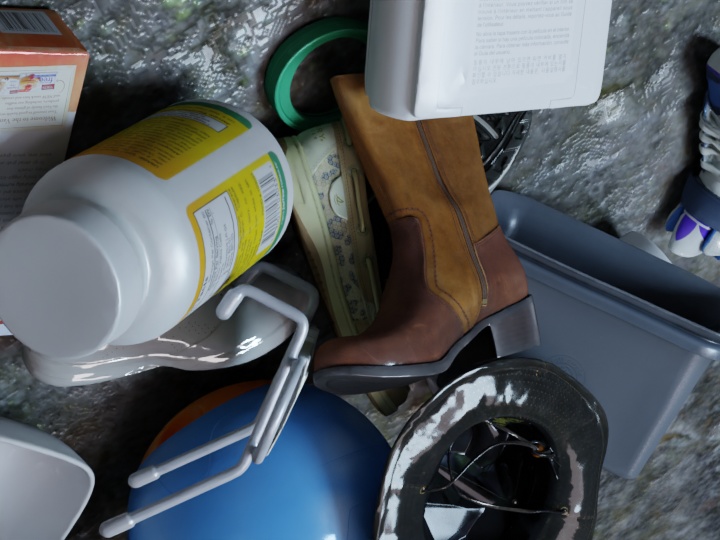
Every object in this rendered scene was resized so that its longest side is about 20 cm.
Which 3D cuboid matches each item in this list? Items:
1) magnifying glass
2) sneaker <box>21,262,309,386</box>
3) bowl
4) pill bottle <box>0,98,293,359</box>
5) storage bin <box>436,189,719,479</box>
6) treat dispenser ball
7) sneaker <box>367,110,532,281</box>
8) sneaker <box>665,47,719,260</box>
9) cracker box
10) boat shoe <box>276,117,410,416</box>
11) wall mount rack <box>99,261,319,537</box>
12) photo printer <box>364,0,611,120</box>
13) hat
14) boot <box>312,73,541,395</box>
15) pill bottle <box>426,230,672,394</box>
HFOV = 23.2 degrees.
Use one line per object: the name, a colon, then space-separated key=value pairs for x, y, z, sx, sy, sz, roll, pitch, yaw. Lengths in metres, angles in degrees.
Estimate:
magnifying glass: x=0.028 y=-0.136 z=1.169 sx=0.200 sy=0.022 sz=0.080 roll=-10 pitch=131 yaw=-28
sneaker: x=-0.122 y=0.016 z=1.149 sx=0.200 sy=0.075 sz=0.089 roll=-13 pitch=130 yaw=-25
bowl: x=-0.300 y=0.162 z=1.143 sx=0.200 sy=0.075 sz=0.200 roll=21 pitch=111 yaw=-46
pill bottle: x=-0.127 y=-0.023 z=1.015 sx=0.200 sy=0.113 sz=0.113 roll=-43 pitch=158 yaw=-60
storage bin: x=0.154 y=0.047 z=1.255 sx=0.134 sy=0.200 sz=0.146 roll=-65 pitch=176 yaw=18
treat dispenser ball: x=-0.064 y=0.176 z=1.234 sx=0.201 sy=0.201 sz=0.201 roll=-20 pitch=135 yaw=-22
sneaker: x=0.047 y=-0.052 z=1.221 sx=0.200 sy=0.074 sz=0.079 roll=-51 pitch=168 yaw=17
sneaker: x=0.287 y=-0.074 z=1.366 sx=0.146 sy=0.081 sz=0.200 roll=-51 pitch=143 yaw=6
cracker box: x=-0.247 y=-0.053 z=1.008 sx=0.134 sy=0.058 sz=0.200 roll=-3 pitch=125 yaw=-35
boat shoe: x=0.000 y=0.000 z=1.154 sx=0.063 sy=0.073 sz=0.200 roll=-21 pitch=106 yaw=-4
wall mount rack: x=-0.085 y=0.086 z=1.082 sx=0.075 sy=0.200 sz=0.174 roll=26 pitch=97 yaw=-1
photo printer: x=0.085 y=-0.199 z=1.090 sx=0.166 sy=0.069 sz=0.200 roll=-9 pitch=113 yaw=-33
hat: x=0.073 y=0.145 z=1.193 sx=0.201 sy=0.081 sz=0.201 roll=-10 pitch=109 yaw=-29
boot: x=0.023 y=-0.031 z=1.099 sx=0.188 sy=0.200 sz=0.068 roll=-14 pitch=176 yaw=-34
pill bottle: x=0.160 y=0.064 z=1.367 sx=0.200 sy=0.114 sz=0.114 roll=-35 pitch=138 yaw=-6
